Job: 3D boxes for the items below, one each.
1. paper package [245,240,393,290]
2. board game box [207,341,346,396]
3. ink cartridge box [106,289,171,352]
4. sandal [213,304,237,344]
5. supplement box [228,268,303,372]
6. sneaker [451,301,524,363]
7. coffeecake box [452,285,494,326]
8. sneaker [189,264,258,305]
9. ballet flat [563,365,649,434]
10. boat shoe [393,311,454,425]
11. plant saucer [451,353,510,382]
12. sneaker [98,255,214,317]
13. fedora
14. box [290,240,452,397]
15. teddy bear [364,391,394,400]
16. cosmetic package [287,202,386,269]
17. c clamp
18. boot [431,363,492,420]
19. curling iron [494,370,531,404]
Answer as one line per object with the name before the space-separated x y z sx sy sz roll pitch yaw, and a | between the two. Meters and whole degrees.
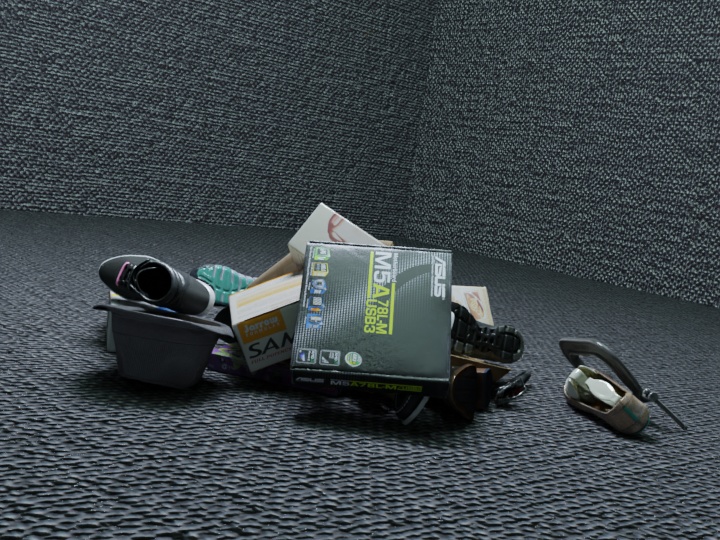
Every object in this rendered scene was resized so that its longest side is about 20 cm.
paper package | -0.057 0.031 1.592 0.190 0.104 0.200 2 -26 -41
board game box | -0.103 0.136 1.344 0.200 0.032 0.120 10 4 19
ink cartridge box | -0.325 0.073 1.440 0.116 0.067 0.200 6 8 -16
sandal | -0.137 0.094 1.459 0.200 0.075 0.048 10 10 11
supplement box | -0.113 0.066 1.329 0.126 0.074 0.200 -20 12 -5
sneaker | 0.156 0.103 1.448 0.200 0.076 0.079 23 -20 -30
coffeecake box | 0.090 0.082 1.552 0.200 0.073 0.153 3 -24 -33
sneaker | -0.251 0.039 1.882 0.200 0.075 0.088 15 -11 -24
ballet flat | 0.335 0.170 1.345 0.067 0.068 0.200 41 -7 -20
boat shoe | 0.067 0.111 1.225 0.060 0.076 0.200 34 38 -12
plant saucer | 0.127 0.140 1.433 0.200 0.036 0.200 14 -3 1
sneaker | -0.308 0.008 1.328 0.200 0.071 0.099 16 -10 26
fedora | -0.254 0.099 1.203 0.177 0.090 0.200 10 -2 2
box | 0.018 0.057 1.189 0.193 0.200 0.048 4 -36 3
teddy bear | 0.021 0.115 1.315 0.145 0.067 0.200 27 14 -9
cosmetic package | 0.000 0.000 1.408 0.200 0.087 0.103 34 -13 14
c clamp | 0.376 0.165 1.418 0.171 0.027 0.200 48 -10 -12
boot | 0.111 0.158 1.263 0.097 0.075 0.200 2 -6 20
curling iron | 0.235 0.172 1.414 0.050 0.026 0.200 -29 -9 17
